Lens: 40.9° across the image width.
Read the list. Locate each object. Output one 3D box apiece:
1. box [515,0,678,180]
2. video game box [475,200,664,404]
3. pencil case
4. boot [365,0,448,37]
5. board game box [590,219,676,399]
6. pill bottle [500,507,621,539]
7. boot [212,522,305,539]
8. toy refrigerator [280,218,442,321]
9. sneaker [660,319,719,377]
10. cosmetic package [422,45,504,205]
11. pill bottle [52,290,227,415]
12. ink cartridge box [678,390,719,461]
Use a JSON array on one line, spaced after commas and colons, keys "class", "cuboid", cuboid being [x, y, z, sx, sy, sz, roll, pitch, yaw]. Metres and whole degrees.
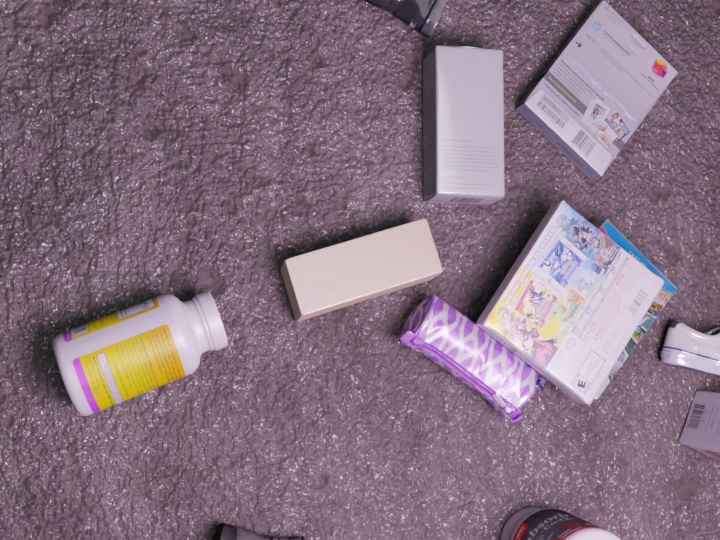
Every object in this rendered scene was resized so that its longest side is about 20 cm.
[{"class": "box", "cuboid": [0.339, -0.258, 1.382, 0.155, 0.041, 0.201, 40, 80, -8]}, {"class": "video game box", "cuboid": [0.278, 0.043, 1.284, 0.181, 0.047, 0.201, 37, 80, -9]}, {"class": "pencil case", "cuboid": [0.144, 0.118, 1.289, 0.199, 0.084, 0.086, 36, 49, -7]}, {"class": "boot", "cuboid": [0.044, -0.437, 1.319, 0.198, 0.066, 0.167, 28, 79, -5]}, {"class": "board game box", "cuboid": [0.322, 0.054, 1.347, 0.147, 0.064, 0.201, 41, 78, -8]}, {"class": "pill bottle", "cuboid": [0.257, 0.371, 1.241, 0.114, 0.200, 0.118, 1, 86, -13]}, {"class": "boot", "cuboid": [-0.140, 0.428, 1.217, 0.130, 0.070, 0.203, 17, 87, -16]}, {"class": "toy refrigerator", "cuboid": [0.000, 0.000, 1.275, 0.197, 0.070, 0.077, -17, 83, -14]}, {"class": "sneaker", "cuboid": [0.528, 0.119, 1.385, 0.197, 0.073, 0.072, 14, 87, -11]}, {"class": "cosmetic package", "cuboid": [0.139, -0.196, 1.317, 0.100, 0.074, 0.204, 2, 84, -13]}, {"class": "pill bottle", "cuboid": [-0.267, 0.095, 1.187, 0.197, 0.104, 0.106, -21, 91, -13]}, {"class": "ink cartridge box", "cuboid": [0.579, 0.248, 1.336, 0.198, 0.175, 0.085, 26, 81, -10]}]
